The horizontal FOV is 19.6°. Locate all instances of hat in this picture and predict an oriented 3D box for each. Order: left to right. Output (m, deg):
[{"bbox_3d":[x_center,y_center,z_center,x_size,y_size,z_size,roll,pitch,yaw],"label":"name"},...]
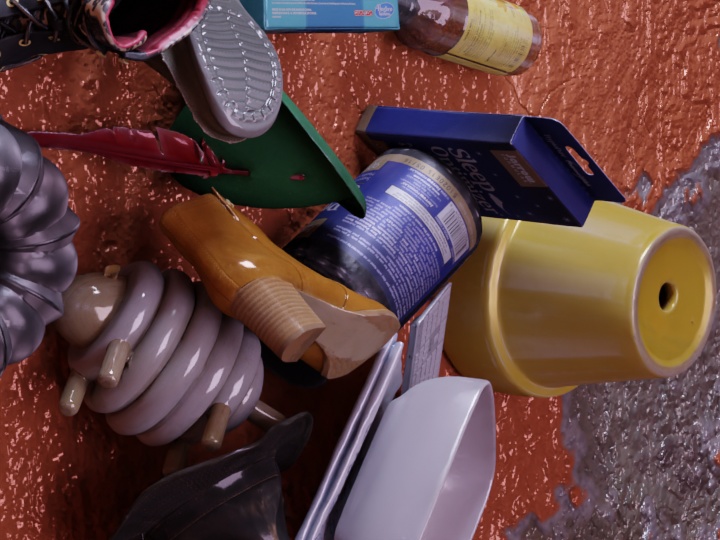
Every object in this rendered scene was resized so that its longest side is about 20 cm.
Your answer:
[{"bbox_3d":[-0.123,-0.063,1.529,0.176,0.166,0.200,-40,91,-7],"label":"hat"},{"bbox_3d":[-0.096,0.188,1.499,0.200,0.201,0.081,-17,70,-45],"label":"hat"}]

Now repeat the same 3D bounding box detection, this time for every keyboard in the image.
[{"bbox_3d":[0.051,0.094,1.718,0.056,0.011,0.200,-44,154,-36],"label":"keyboard"}]

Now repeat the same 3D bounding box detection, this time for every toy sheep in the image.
[{"bbox_3d":[-0.137,0.067,1.486,0.200,0.138,0.138,38,67,-24],"label":"toy sheep"}]

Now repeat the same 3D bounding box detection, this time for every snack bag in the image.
[{"bbox_3d":[-0.007,0.160,1.639,0.200,0.021,0.189,90,22,-70],"label":"snack bag"}]

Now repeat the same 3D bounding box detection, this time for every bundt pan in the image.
[{"bbox_3d":[-0.264,-0.012,1.367,0.202,0.076,0.202,-17,113,-45],"label":"bundt pan"}]

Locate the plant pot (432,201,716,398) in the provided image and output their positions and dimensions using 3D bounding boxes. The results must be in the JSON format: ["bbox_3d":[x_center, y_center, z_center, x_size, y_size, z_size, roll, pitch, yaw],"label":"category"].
[{"bbox_3d":[0.196,0.017,1.803,0.201,0.189,0.201,-7,99,-47],"label":"plant pot"}]

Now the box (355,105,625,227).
[{"bbox_3d":[0.104,-0.084,1.680,0.121,0.200,0.032,44,63,-41],"label":"box"}]

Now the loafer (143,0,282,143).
[{"bbox_3d":[-0.114,-0.159,1.446,0.075,0.070,0.200,9,45,-38],"label":"loafer"}]

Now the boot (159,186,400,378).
[{"bbox_3d":[-0.057,0.004,1.498,0.071,0.144,0.201,-46,161,13],"label":"boot"}]

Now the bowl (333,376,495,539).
[{"bbox_3d":[0.040,0.191,1.625,0.200,0.075,0.200,79,30,-59],"label":"bowl"}]

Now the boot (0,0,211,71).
[{"bbox_3d":[-0.207,-0.164,1.367,0.200,0.150,0.073,-26,114,-41],"label":"boot"}]

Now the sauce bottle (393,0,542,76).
[{"bbox_3d":[0.070,-0.208,1.726,0.200,0.066,0.066,12,87,-49],"label":"sauce bottle"}]

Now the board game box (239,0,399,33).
[{"bbox_3d":[-0.040,-0.276,1.535,0.151,0.047,0.200,-7,96,-49],"label":"board game box"}]

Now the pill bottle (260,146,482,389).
[{"bbox_3d":[0.000,0.000,1.644,0.200,0.112,0.112,-45,125,-35],"label":"pill bottle"}]
